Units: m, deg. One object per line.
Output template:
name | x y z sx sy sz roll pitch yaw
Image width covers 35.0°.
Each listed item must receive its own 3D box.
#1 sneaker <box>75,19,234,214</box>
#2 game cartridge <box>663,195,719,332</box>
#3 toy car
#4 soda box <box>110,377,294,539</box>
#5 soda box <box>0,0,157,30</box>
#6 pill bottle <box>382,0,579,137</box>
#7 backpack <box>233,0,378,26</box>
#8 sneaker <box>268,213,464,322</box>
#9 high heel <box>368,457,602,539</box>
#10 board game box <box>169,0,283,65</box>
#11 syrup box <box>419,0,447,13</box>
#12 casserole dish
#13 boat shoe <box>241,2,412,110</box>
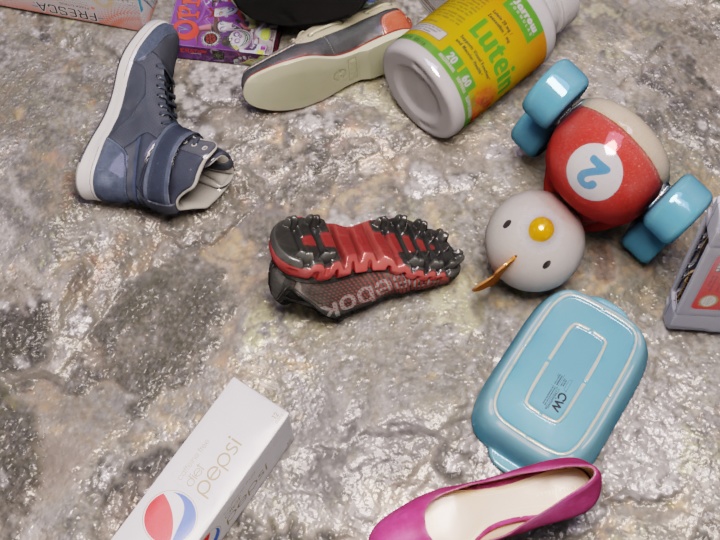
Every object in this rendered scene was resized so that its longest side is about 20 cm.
sneaker | -0.181 -0.150 1.139 0.145 0.077 0.204 11 73 19
game cartridge | 0.352 -0.001 0.997 0.131 0.201 0.041 -1 60 1
toy car | 0.180 -0.049 1.053 0.184 0.177 0.200 44 83 8
soda box | -0.139 0.195 0.976 0.063 0.068 0.201 30 67 15
soda box | -0.322 -0.320 1.237 0.198 0.069 0.064 11 63 5
pill bottle | 0.129 -0.236 1.168 0.200 0.111 0.111 -40 69 -18
backpack | -0.031 -0.346 1.200 0.162 0.154 0.202 -1 61 26
sneaker | 0.000 0.000 1.075 0.198 0.098 0.071 0 47 -25
high heel | 0.104 0.201 0.956 0.198 0.096 0.068 -7 63 -3
board game box | -0.137 -0.317 1.260 0.119 0.032 0.202 4 63 8
syrup box | 0.099 -0.357 1.179 0.078 0.201 0.082 -31 65 -14
casserole dish | 0.185 0.099 1.040 0.120 0.039 0.201 30 68 15
boat shoe | -0.036 -0.226 1.187 0.198 0.071 0.063 -22 62 -13
